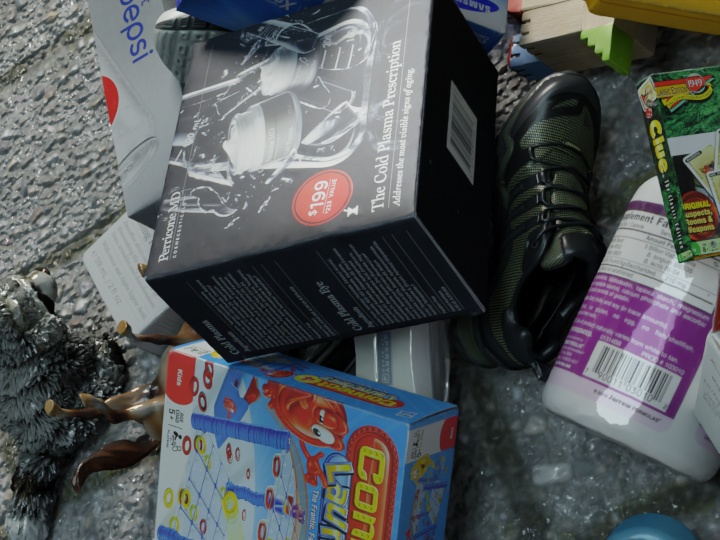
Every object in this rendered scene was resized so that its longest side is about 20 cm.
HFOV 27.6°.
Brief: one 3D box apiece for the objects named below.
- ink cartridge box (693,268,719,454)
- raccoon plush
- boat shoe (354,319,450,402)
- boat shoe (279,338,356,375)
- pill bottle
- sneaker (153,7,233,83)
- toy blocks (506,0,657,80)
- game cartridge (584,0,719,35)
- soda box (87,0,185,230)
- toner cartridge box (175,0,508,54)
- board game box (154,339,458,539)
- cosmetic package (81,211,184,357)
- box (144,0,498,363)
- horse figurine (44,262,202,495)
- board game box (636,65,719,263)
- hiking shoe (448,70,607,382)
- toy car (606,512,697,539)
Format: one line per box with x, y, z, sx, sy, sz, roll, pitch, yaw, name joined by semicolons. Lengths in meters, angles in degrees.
0.271;0.008;0.741;0.200;0.174;0.044;-23;58;-7;ink cartridge box
-0.253;0.099;1.096;0.097;0.134;0.200;-6;69;29;raccoon plush
0.031;0.078;0.966;0.072;0.069;0.200;-7;86;40;boat shoe
-0.002;-0.001;1.018;0.074;0.068;0.199;39;95;35;boat shoe
0.196;0.013;0.865;0.112;0.112;0.200;24;86;35;pill bottle
-0.057;-0.161;1.058;0.087;0.200;0.075;59;137;46;sneaker
0.137;-0.213;1.007;0.137;0.100;0.200;-7;68;42;toy blocks
0.207;-0.245;0.929;0.032;0.176;0.200;131;140;-62;game cartridge
-0.141;-0.124;1.066;0.068;0.063;0.200;-27;60;22;soda box
-0.012;-0.180;0.971;0.095;0.200;0.043;136;146;-55;toner cartridge box
-0.042;0.162;0.947;0.196;0.056;0.200;13;104;35;board game box
-0.102;-0.034;1.091;0.200;0.074;0.102;-44;55;12;cosmetic package
-0.019;-0.063;0.920;0.182;0.104;0.200;-14;50;25;box
-0.139;0.075;1.057;0.200;0.133;0.050;-56;46;17;horse figurine
0.259;-0.070;0.821;0.200;0.023;0.105;-9;78;-15;board game box
0.127;-0.028;0.931;0.101;0.076;0.200;14;90;58;hiking shoe
0.122;0.266;0.813;0.177;0.184;0.200;-17;93;26;toy car
